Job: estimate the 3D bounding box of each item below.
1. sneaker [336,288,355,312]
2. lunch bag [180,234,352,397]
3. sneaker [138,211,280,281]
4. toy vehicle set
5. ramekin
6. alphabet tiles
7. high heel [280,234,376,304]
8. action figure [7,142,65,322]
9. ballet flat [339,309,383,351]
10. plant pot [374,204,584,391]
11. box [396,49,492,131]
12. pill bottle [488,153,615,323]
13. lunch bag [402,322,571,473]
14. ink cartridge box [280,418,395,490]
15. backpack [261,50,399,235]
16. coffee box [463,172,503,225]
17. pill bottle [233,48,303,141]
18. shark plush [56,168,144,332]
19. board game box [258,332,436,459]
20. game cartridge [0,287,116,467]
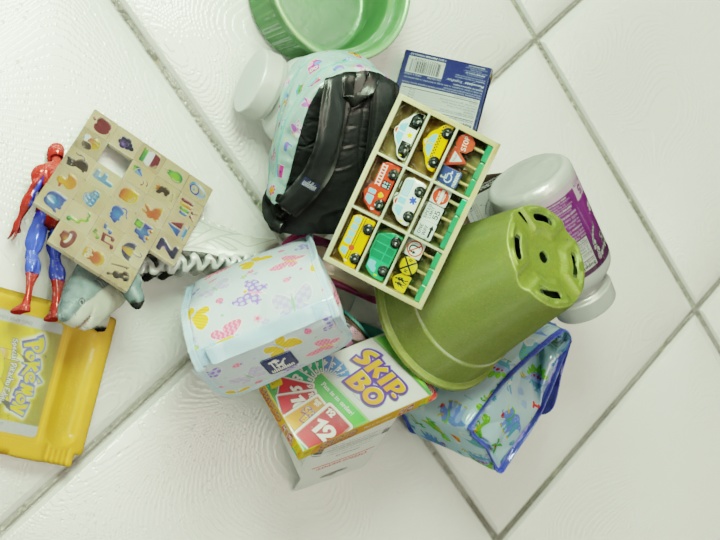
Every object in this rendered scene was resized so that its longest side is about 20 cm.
[{"bbox_3d":[-0.057,0.072,1.446,0.073,0.071,0.201,43,68,-22],"label":"sneaker"},{"bbox_3d":[-0.104,0.054,1.271,0.168,0.200,0.128,-23,100,-1],"label":"lunch bag"},{"bbox_3d":[-0.185,-0.033,1.379,0.198,0.075,0.082,-3,82,-30],"label":"sneaker"},{"bbox_3d":[0.056,-0.075,1.270,0.123,0.027,0.202,26,98,3],"label":"toy vehicle set"},{"bbox_3d":[-0.044,-0.353,1.444,0.198,0.097,0.203,1,89,-30],"label":"ramekin"},{"bbox_3d":[-0.267,-0.072,1.299,0.166,0.008,0.201,34,45,-15],"label":"alphabet tiles"},{"bbox_3d":[0.000,0.000,1.403,0.198,0.096,0.068,23,94,4],"label":"high heel"},{"bbox_3d":[-0.350,-0.047,1.287,0.065,0.051,0.202,16,72,-35],"label":"action figure"},{"bbox_3d":[-0.005,0.099,1.447,0.069,0.200,0.071,43,94,22],"label":"ballet flat"},{"bbox_3d":[0.150,0.014,1.334,0.199,0.189,0.202,18,58,-32],"label":"plant pot"},{"bbox_3d":[0.091,-0.183,1.510,0.120,0.032,0.202,14,72,8],"label":"box"},{"bbox_3d":[0.249,-0.037,1.464,0.112,0.112,0.201,-40,116,-24],"label":"pill bottle"},{"bbox_3d":[0.158,0.137,1.502,0.201,0.169,0.128,-53,132,-19],"label":"lunch bag"},{"bbox_3d":[-0.025,0.187,1.428,0.115,0.201,0.068,-14,61,-29],"label":"ink cartridge box"},{"bbox_3d":[-0.033,-0.147,1.322,0.165,0.127,0.202,-3,117,-31],"label":"backpack"},{"bbox_3d":[0.124,-0.056,1.527,0.199,0.113,0.081,-28,103,-26],"label":"coffee box"},{"bbox_3d":[-0.051,-0.194,1.429,0.199,0.112,0.113,21,79,-27],"label":"pill bottle"},{"bbox_3d":[-0.287,-0.027,1.287,0.083,0.090,0.202,22,67,-37],"label":"shark plush"},{"bbox_3d":[-0.008,0.137,1.326,0.199,0.030,0.096,-18,63,-33],"label":"board game box"},{"bbox_3d":[-0.385,0.113,1.282,0.198,0.032,0.178,17,81,-28],"label":"game cartridge"}]
